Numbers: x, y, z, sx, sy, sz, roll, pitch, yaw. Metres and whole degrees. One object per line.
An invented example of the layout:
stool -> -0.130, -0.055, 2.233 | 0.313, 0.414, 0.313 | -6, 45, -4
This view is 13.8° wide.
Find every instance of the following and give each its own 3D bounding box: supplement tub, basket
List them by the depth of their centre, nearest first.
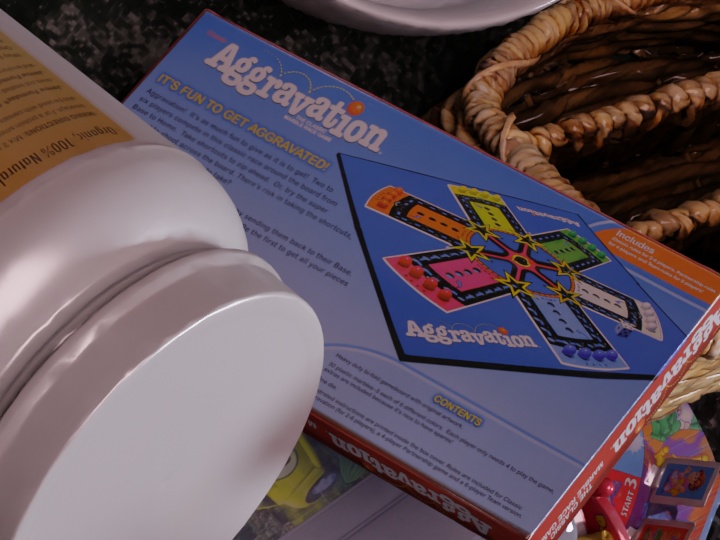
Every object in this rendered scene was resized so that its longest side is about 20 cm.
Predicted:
supplement tub -> -0.123, 0.000, 0.832 | 0.200, 0.145, 0.145 | 38, 65, 25
basket -> 0.125, -0.040, 0.990 | 0.200, 0.149, 0.143 | -17, 79, -29

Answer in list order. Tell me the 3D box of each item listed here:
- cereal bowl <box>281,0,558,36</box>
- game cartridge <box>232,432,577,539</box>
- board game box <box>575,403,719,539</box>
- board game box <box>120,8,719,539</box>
cereal bowl -> 0.007, -0.174, 0.988 | 0.200, 0.083, 0.201 | 1, 87, -26
game cartridge -> -0.043, 0.045, 0.929 | 0.133, 0.041, 0.200 | -35, 74, -21
board game box -> 0.051, 0.103, 1.018 | 0.158, 0.039, 0.200 | 29, 74, -23
board game box -> 0.000, 0.000, 0.889 | 0.103, 0.200, 0.019 | -50, 151, -21
